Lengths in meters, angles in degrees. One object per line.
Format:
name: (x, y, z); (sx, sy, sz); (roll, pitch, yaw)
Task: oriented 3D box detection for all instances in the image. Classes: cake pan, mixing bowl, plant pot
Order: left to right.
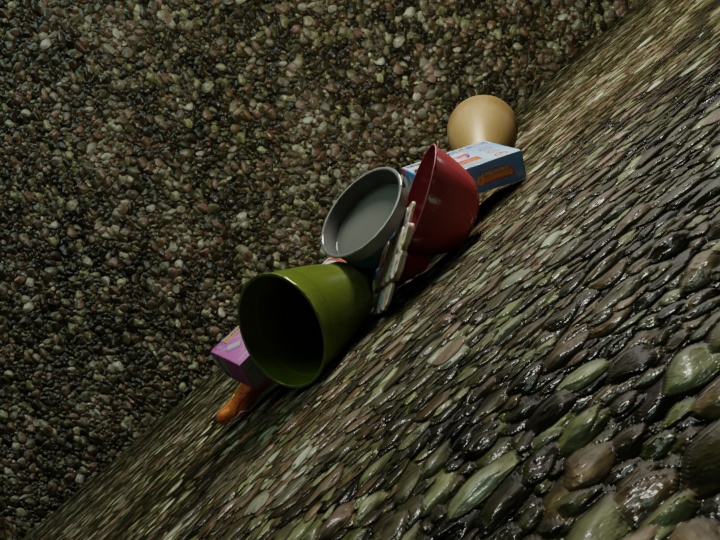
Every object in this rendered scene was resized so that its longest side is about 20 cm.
plant pot: (-0.081, 0.075, 1.378); (0.199, 0.203, 0.192); (-36, -6, 40)
cake pan: (0.009, -0.099, 1.440); (0.199, 0.037, 0.203); (-32, 37, 28)
mixing bowl: (0.145, -0.110, 1.386); (0.200, 0.106, 0.204); (-162, 90, -82)
plant pot: (0.301, -0.311, 1.932); (0.185, 0.186, 0.201); (-37, 17, 26)

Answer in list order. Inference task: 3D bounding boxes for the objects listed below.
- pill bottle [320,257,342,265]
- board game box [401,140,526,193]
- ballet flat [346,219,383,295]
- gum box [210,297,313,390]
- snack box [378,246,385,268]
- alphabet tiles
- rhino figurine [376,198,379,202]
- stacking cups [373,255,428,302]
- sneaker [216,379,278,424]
pill bottle: (-0.089, 0.048, 2.023); (0.109, 0.110, 0.200); (-37, 6, 30)
board game box: (0.203, -0.198, 1.574); (0.196, 0.057, 0.196); (-19, 18, -7)
ballet flat: (0.000, 0.000, 1.501); (0.071, 0.069, 0.205); (164, 115, -78)
gum box: (-0.175, 0.123, 1.491); (0.200, 0.067, 0.112); (-45, 33, -25)
snack box: (0.084, -0.039, 1.613); (0.199, 0.038, 0.115); (-34, -10, 31)
alphabet tiles: (0.056, -0.019, 1.387); (0.200, 0.014, 0.200); (138, 148, -76)
rhino figurine: (0.045, -0.101, 1.553); (0.059, 0.089, 0.200); (-24, -9, -19)
stacking cups: (0.055, 0.010, 1.508); (0.060, 0.061, 0.199); (-43, 5, -37)
sneaker: (-0.221, 0.234, 1.590); (0.200, 0.077, 0.073); (-43, 6, -3)
